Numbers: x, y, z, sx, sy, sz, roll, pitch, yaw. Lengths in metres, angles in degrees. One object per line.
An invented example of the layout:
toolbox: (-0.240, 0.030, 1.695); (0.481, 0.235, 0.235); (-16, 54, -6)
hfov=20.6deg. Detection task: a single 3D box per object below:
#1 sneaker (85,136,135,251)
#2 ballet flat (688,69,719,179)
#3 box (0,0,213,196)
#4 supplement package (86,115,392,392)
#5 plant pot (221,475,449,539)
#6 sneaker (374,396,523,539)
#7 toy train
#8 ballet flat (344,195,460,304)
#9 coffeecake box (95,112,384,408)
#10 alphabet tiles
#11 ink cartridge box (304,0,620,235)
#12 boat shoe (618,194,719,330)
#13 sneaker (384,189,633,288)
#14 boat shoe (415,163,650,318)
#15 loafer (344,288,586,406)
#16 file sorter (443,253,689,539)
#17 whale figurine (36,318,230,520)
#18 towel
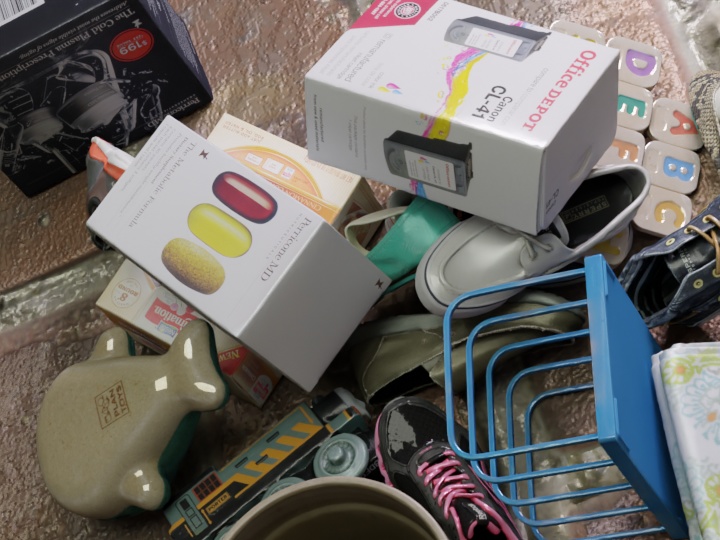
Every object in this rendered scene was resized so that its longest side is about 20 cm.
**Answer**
sneaker: (-0.210, -0.059, 1.671); (0.077, 0.200, 0.082); (29, 90, -10)
ballet flat: (0.306, -0.090, 1.534); (0.068, 0.075, 0.201); (2, 59, -15)
box: (-0.262, -0.188, 1.744); (0.199, 0.182, 0.104); (-27, 58, 7)
supplement package: (-0.094, -0.015, 1.523); (0.200, 0.110, 0.114); (33, 85, 40)
plant pot: (0.002, 0.271, 1.404); (0.199, 0.174, 0.201); (-9, 60, 17)
sneaker: (0.076, 0.174, 1.446); (0.079, 0.095, 0.200); (-29, 74, -9)
toy train: (-0.061, 0.175, 1.538); (0.200, 0.085, 0.114); (-40, 47, -3)
ballet flat: (0.000, 0.000, 1.569); (0.200, 0.067, 0.071); (-35, 82, 31)
coffeecake box: (-0.099, -0.010, 1.652); (0.153, 0.073, 0.200); (25, 76, 29)
alphabet tiles: (0.178, -0.102, 1.570); (0.195, 0.015, 0.201); (17, 67, -6)
ink cartridge box: (0.077, -0.125, 1.487); (0.199, 0.086, 0.148); (18, 45, 23)
boat shoe: (0.268, -0.020, 1.444); (0.071, 0.091, 0.200); (57, 133, 21)
sneaker: (0.114, -0.034, 1.580); (0.199, 0.079, 0.079); (-2, 62, 18)
boat shoe: (0.133, -0.027, 1.487); (0.199, 0.066, 0.072); (-21, 80, -20)
loafer: (0.083, 0.066, 1.548); (0.199, 0.075, 0.070); (-14, 65, 24)
file sorter: (0.150, 0.103, 1.423); (0.122, 0.200, 0.139); (-11, 60, 20)
whale figurine: (-0.167, 0.118, 1.572); (0.200, 0.104, 0.160); (-36, 57, 29)
towel: (0.304, 0.137, 1.393); (0.170, 0.048, 0.201); (-4, 60, -10)
